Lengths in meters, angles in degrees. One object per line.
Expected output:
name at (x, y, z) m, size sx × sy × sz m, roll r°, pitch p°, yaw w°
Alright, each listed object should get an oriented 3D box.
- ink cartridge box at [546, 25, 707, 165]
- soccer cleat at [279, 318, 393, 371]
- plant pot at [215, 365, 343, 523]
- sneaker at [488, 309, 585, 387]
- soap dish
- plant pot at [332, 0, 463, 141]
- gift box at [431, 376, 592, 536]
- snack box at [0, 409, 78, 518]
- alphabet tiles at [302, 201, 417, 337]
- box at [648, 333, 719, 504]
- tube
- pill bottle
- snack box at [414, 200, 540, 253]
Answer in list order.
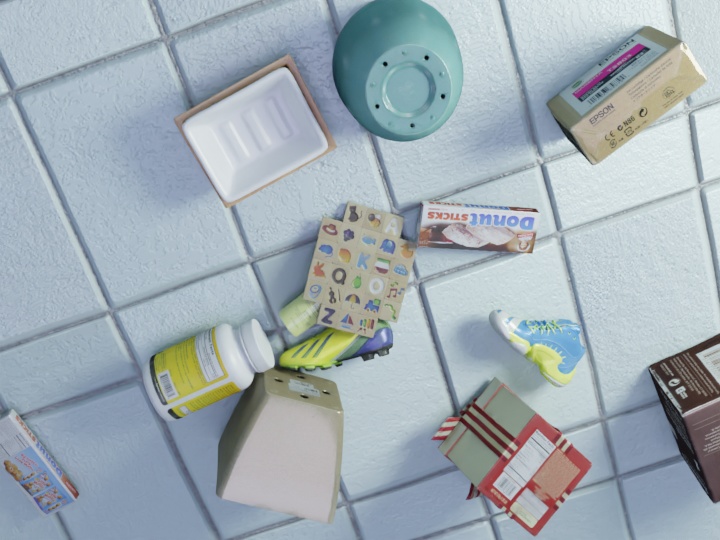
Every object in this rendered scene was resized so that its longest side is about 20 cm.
ink cartridge box at (0.386, -0.261, 1.457) m, size 0.199 × 0.165 × 0.075 m, roll -38°, pitch 109°, yaw 11°
soccer cleat at (-0.042, 0.119, 1.653) m, size 0.196 × 0.065 × 0.086 m, roll -12°, pitch 85°, yaw 5°
plant pot at (-0.120, 0.272, 1.640) m, size 0.196 × 0.200 × 0.180 m, roll 16°, pitch 102°, yaw -11°
sneaker at (0.305, 0.105, 1.667) m, size 0.199 × 0.076 × 0.105 m, roll 41°, pitch 93°, yaw -27°
soap dish at (-0.155, -0.210, 1.480) m, size 0.197 × 0.082 × 0.159 m, roll -27°, pitch 113°, yaw 7°
plant pot at (0.060, -0.278, 1.425) m, size 0.196 × 0.162 × 0.205 m, roll -2°, pitch 114°, yaw -4°
gift box at (0.243, 0.317, 1.680) m, size 0.200 × 0.187 × 0.185 m, roll -45°, pitch 112°, yaw -2°
snack box at (-0.572, 0.335, 1.703) m, size 0.071 × 0.024 × 0.202 m, roll -27°, pitch 113°, yaw 6°
alphabet tiles at (0.000, 0.000, 1.592) m, size 0.163 × 0.006 × 0.204 m, roll 14°, pitch 95°, yaw -13°
box at (0.622, 0.249, 1.695) m, size 0.162 × 0.166 × 0.202 m, roll -25°, pitch 113°, yaw 5°
tube at (-0.042, 0.030, 1.613) m, size 0.198 × 0.052 × 0.058 m, roll -36°, pitch 147°, yaw 5°
pill bottle at (-0.246, 0.158, 1.614) m, size 0.197 × 0.113 × 0.114 m, roll -24°, pitch 113°, yaw 6°
snack box at (0.189, -0.069, 1.594) m, size 0.196 × 0.024 × 0.073 m, roll 3°, pitch 113°, yaw -10°
